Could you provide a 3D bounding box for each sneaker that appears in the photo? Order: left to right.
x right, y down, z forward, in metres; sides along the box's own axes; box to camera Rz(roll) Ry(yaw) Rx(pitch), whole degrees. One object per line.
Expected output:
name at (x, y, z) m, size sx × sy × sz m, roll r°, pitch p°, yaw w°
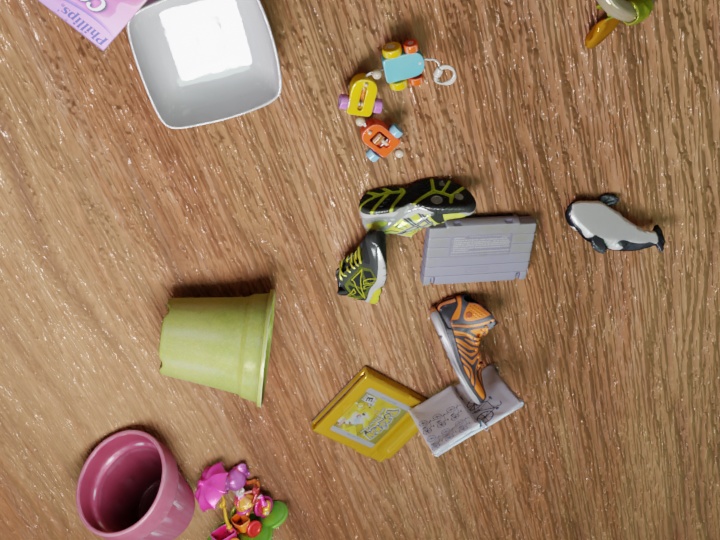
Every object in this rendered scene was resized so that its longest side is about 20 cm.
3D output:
sneaker at (0.000, 0.000, 1.695) m, size 0.083 × 0.076 × 0.201 m, roll 1°, pitch 148°, yaw -5°
sneaker at (0.097, -0.101, 1.678) m, size 0.196 × 0.076 × 0.077 m, roll -3°, pitch 136°, yaw 3°
sneaker at (0.213, 0.139, 1.831) m, size 0.111 × 0.078 × 0.203 m, roll -25°, pitch 95°, yaw 1°

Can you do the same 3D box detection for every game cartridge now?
game cartridge at (0.029, 0.292, 1.976) m, size 0.198 × 0.033 × 0.177 m, roll 30°, pitch 115°, yaw -29°
game cartridge at (0.208, -0.038, 1.768) m, size 0.196 × 0.039 × 0.132 m, roll -3°, pitch 123°, yaw -10°

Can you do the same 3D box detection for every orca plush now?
orca plush at (0.447, -0.078, 1.788) m, size 0.196 × 0.071 × 0.107 m, roll 1°, pitch 82°, yaw -18°

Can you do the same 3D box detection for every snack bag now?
snack bag at (0.198, 0.258, 1.875) m, size 0.198 × 0.189 × 0.022 m, roll -29°, pitch 111°, yaw -2°

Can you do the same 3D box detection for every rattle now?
rattle at (0.344, -0.450, 1.491) m, size 0.199 × 0.143 × 0.131 m, roll 38°, pitch 80°, yaw -17°

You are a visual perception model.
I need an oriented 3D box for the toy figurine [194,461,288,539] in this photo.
toy figurine at (-0.251, 0.461, 1.989) m, size 0.199 × 0.149 × 0.187 m, roll -32°, pitch 121°, yaw -29°

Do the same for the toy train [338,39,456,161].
toy train at (0.049, -0.272, 1.545) m, size 0.149 × 0.056 × 0.200 m, roll 28°, pitch 119°, yaw -30°

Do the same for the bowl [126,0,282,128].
bowl at (-0.222, -0.322, 1.432) m, size 0.196 × 0.075 × 0.202 m, roll -15°, pitch 128°, yaw 0°

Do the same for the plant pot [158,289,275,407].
plant pot at (-0.247, 0.124, 1.704) m, size 0.180 × 0.202 × 0.203 m, roll 6°, pitch 126°, yaw -3°

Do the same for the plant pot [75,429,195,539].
plant pot at (-0.411, 0.430, 1.892) m, size 0.198 × 0.202 × 0.179 m, roll -26°, pitch 143°, yaw 8°

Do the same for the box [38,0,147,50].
box at (-0.347, -0.432, 1.306) m, size 0.199 × 0.097 × 0.175 m, roll -41°, pitch 124°, yaw 19°
